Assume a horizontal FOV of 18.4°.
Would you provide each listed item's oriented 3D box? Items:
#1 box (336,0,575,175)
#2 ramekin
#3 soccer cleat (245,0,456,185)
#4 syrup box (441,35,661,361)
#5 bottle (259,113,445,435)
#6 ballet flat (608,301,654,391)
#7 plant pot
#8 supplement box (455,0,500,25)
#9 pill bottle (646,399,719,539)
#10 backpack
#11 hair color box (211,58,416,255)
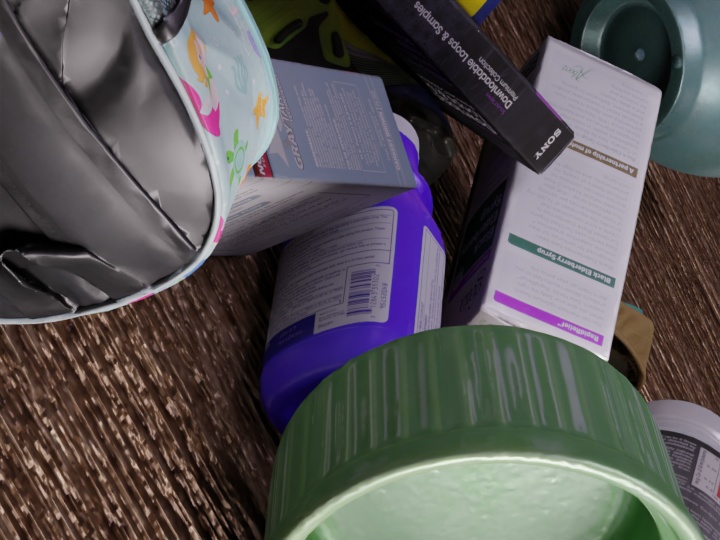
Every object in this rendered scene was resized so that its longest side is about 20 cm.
[{"bbox_3d":[0.018,-0.141,1.198,0.200,0.036,0.143,41,-1,-39],"label":"box"},{"bbox_3d":[0.050,0.119,0.975,0.200,0.200,0.098,51,21,-33],"label":"ramekin"},{"bbox_3d":[-0.025,-0.114,1.193,0.200,0.065,0.084,43,4,-37],"label":"soccer cleat"},{"bbox_3d":[0.105,-0.024,1.259,0.081,0.079,0.201,24,55,-9],"label":"syrup box"},{"bbox_3d":[0.000,0.000,1.098,0.065,0.083,0.200,53,27,-33],"label":"bottle"},{"bbox_3d":[0.134,0.039,1.375,0.200,0.068,0.063,23,65,-56],"label":"ballet flat"},{"bbox_3d":[0.240,-0.162,1.640,0.134,0.200,0.201,-8,75,-38],"label":"plant pot"},{"bbox_3d":[0.027,-0.230,1.129,0.109,0.109,0.200,40,-1,27],"label":"supplement box"},{"bbox_3d":[0.166,0.160,1.275,0.117,0.116,0.200,62,25,-14],"label":"pill bottle"},{"bbox_3d":[-0.126,-0.085,0.793,0.200,0.177,0.151,61,29,-24],"label":"backpack"},{"bbox_3d":[-0.065,-0.049,0.982,0.200,0.099,0.061,-2,73,-65],"label":"hair color box"}]
